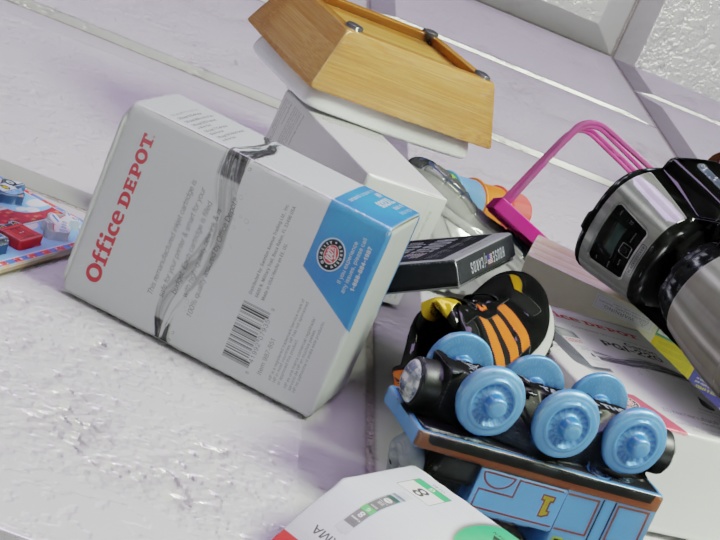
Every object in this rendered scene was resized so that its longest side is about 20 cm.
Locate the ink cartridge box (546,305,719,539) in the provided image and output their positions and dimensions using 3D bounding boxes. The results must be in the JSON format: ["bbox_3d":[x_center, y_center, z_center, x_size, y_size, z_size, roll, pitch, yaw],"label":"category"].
[{"bbox_3d":[0.178,0.105,1.317,0.145,0.085,0.200,15,17,-27],"label":"ink cartridge box"}]

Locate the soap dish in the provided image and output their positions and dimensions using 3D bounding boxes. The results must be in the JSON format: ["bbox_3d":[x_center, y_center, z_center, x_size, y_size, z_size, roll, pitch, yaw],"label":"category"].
[{"bbox_3d":[0.014,-0.184,1.618,0.200,0.081,0.157,16,20,-32],"label":"soap dish"}]

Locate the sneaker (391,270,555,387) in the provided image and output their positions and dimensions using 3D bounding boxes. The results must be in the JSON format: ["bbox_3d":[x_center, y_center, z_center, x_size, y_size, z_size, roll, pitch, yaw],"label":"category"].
[{"bbox_3d":[0.078,0.043,1.239,0.070,0.090,0.200,-8,31,30],"label":"sneaker"}]

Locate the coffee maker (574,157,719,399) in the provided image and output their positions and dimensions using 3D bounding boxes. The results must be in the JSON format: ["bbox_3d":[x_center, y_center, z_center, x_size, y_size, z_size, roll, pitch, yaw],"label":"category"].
[{"bbox_3d":[0.281,0.024,1.329,0.192,0.135,0.200,31,16,-51],"label":"coffee maker"}]

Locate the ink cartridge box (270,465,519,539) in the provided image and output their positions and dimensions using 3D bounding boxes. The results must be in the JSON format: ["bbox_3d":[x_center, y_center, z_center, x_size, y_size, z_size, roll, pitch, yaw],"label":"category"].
[{"bbox_3d":[0.026,0.174,0.974,0.161,0.050,0.200,33,17,30],"label":"ink cartridge box"}]

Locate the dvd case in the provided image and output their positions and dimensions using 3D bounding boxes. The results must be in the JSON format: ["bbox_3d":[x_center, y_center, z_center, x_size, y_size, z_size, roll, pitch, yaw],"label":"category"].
[{"bbox_3d":[0.000,0.000,1.331,0.200,0.025,0.150,-6,7,21],"label":"dvd case"}]

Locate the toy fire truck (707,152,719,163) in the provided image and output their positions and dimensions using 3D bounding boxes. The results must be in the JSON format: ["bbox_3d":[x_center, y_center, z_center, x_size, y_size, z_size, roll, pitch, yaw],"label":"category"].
[{"bbox_3d":[0.429,-0.102,2.122,0.112,0.168,0.200,26,17,7],"label":"toy fire truck"}]

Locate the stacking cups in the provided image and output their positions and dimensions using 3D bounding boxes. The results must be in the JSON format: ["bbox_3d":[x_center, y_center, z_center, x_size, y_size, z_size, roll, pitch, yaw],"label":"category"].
[{"bbox_3d":[0.096,-0.067,1.793,0.200,0.061,0.060,14,19,-44],"label":"stacking cups"}]

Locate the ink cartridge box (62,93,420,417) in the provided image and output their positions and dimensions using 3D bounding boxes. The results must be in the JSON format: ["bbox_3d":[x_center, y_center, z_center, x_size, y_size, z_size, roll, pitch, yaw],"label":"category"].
[{"bbox_3d":[-0.082,-0.014,1.228,0.200,0.145,0.084,27,17,10],"label":"ink cartridge box"}]

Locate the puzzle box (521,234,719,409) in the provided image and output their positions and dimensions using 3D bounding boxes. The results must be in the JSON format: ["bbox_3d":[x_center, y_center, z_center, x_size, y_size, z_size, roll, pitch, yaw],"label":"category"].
[{"bbox_3d":[0.216,0.057,1.457,0.200,0.133,0.025,26,57,8],"label":"puzzle box"}]

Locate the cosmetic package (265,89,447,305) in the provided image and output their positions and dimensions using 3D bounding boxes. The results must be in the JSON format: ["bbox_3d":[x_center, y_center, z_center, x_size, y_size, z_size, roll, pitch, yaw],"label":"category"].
[{"bbox_3d":[-0.018,-0.065,1.534,0.085,0.108,0.200,15,20,-31],"label":"cosmetic package"}]

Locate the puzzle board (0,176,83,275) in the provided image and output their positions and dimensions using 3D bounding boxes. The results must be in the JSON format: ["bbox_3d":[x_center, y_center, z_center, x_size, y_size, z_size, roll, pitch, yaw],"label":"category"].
[{"bbox_3d":[-0.286,-0.044,1.274,0.151,0.017,0.200,28,17,15],"label":"puzzle board"}]

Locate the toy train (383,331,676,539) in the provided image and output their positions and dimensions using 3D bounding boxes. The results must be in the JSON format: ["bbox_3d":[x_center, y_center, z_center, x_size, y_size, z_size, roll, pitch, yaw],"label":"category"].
[{"bbox_3d":[0.105,0.116,1.136,0.200,0.114,0.087,17,13,-23],"label":"toy train"}]

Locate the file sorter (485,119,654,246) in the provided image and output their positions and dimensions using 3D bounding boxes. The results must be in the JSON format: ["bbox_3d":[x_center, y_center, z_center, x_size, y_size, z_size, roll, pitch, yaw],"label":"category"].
[{"bbox_3d":[0.210,-0.056,1.638,0.139,0.125,0.200,43,3,0],"label":"file sorter"}]

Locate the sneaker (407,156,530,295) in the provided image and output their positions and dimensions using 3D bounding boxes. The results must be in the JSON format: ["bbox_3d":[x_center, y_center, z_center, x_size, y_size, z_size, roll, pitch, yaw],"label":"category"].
[{"bbox_3d":[0.098,-0.010,1.583,0.200,0.087,0.075,42,10,-2],"label":"sneaker"}]
